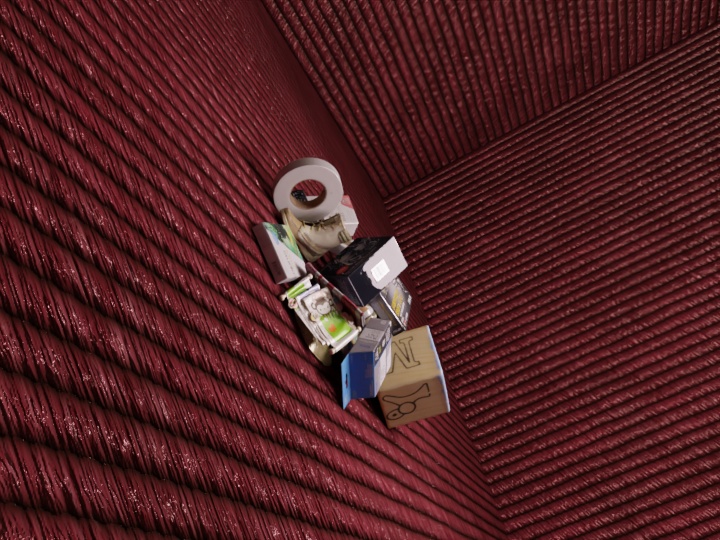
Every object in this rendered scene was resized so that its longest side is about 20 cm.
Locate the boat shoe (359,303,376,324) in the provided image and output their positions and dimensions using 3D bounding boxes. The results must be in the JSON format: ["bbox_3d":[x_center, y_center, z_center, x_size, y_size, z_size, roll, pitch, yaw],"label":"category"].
[{"bbox_3d":[0.011,0.110,1.789,0.069,0.074,0.200,59,0,-4],"label":"boat shoe"}]

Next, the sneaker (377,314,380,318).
[{"bbox_3d":[0.043,0.199,1.755,0.200,0.066,0.092,-83,161,-79],"label":"sneaker"}]

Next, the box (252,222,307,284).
[{"bbox_3d":[-0.193,-0.044,1.489,0.147,0.036,0.200,66,9,2],"label":"box"}]

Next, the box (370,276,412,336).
[{"bbox_3d":[0.089,0.079,1.823,0.160,0.048,0.201,55,23,-16],"label":"box"}]

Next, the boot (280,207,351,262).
[{"bbox_3d":[-0.124,-0.125,1.691,0.201,0.152,0.073,56,13,-40],"label":"boot"}]

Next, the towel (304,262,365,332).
[{"bbox_3d":[-0.061,0.070,1.535,0.199,0.023,0.145,41,-15,17],"label":"towel"}]

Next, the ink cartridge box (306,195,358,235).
[{"bbox_3d":[-0.118,-0.170,1.892,0.068,0.196,0.118,-60,-138,49],"label":"ink cartridge box"}]

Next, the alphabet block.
[{"bbox_3d":[0.142,0.317,1.791,0.198,0.195,0.198,-103,178,-51],"label":"alphabet block"}]

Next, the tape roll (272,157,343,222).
[{"bbox_3d":[-0.147,-0.222,1.675,0.204,0.200,0.038,53,14,-46],"label":"tape roll"}]

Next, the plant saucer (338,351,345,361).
[{"bbox_3d":[-0.023,0.239,1.685,0.203,0.038,0.202,61,12,-22],"label":"plant saucer"}]

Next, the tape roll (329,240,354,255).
[{"bbox_3d":[-0.040,-0.071,1.978,0.199,0.038,0.203,23,11,-5],"label":"tape roll"}]

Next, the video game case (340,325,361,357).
[{"bbox_3d":[-0.023,0.184,1.644,0.183,0.022,0.202,55,15,-44],"label":"video game case"}]

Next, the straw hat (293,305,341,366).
[{"bbox_3d":[-0.084,0.130,1.499,0.204,0.084,0.202,61,12,-22],"label":"straw hat"}]

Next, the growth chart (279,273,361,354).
[{"bbox_3d":[-0.091,0.101,1.430,0.201,0.018,0.145,49,42,-4],"label":"growth chart"}]

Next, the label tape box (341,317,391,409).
[{"bbox_3d":[0.019,0.235,1.501,0.201,0.062,0.147,-54,148,-53],"label":"label tape box"}]

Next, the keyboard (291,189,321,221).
[{"bbox_3d":[-0.148,-0.151,1.792,0.039,0.103,0.203,-23,-88,59],"label":"keyboard"}]

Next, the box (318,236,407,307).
[{"bbox_3d":[0.000,0.000,1.729,0.180,0.199,0.105,0,-54,54],"label":"box"}]
